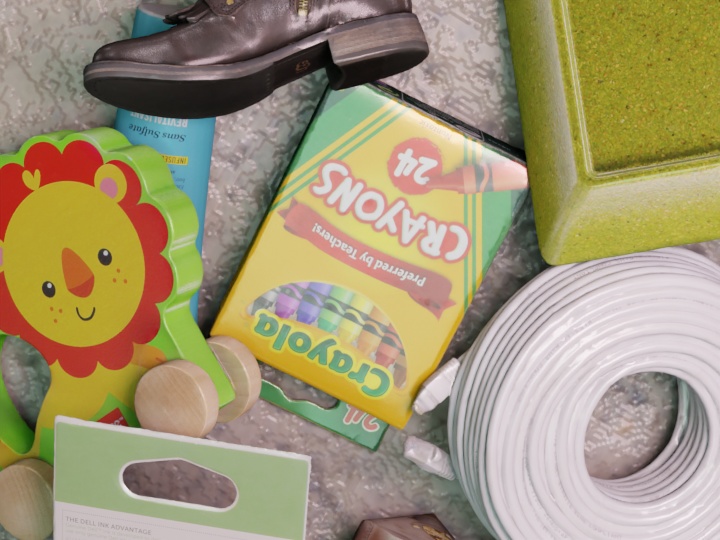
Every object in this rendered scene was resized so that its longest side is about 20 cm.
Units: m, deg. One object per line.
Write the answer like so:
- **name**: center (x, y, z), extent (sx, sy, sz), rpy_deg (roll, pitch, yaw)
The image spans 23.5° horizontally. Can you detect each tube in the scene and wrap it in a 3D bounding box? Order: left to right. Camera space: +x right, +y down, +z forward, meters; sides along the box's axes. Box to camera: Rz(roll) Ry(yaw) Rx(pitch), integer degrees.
- **tube**: center (-0.116, -0.048, 0.980), extent (0.077, 0.050, 0.201), rpy_deg (13, 107, 9)

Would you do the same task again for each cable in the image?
- **cable**: center (0.149, 0.083, 0.969), extent (0.200, 0.069, 0.200), rpy_deg (39, 94, -21)

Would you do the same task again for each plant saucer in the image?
- **plant saucer**: center (0.176, -0.118, 0.907), extent (0.199, 0.048, 0.201), rpy_deg (-9, 81, 12)

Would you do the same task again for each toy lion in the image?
- **toy lion**: center (-0.160, 0.027, 0.968), extent (0.200, 0.069, 0.192), rpy_deg (-34, 86, 29)

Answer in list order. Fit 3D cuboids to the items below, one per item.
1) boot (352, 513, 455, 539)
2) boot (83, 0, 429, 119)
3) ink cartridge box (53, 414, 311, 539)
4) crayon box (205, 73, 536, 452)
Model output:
- **boot**: center (0.038, 0.256, 1.036), extent (0.186, 0.064, 0.201), rpy_deg (29, 86, -29)
- **boot**: center (-0.061, -0.178, 0.915), extent (0.199, 0.069, 0.175), rpy_deg (-11, 81, -14)
- **ink cartridge box**: center (-0.097, 0.175, 0.945), extent (0.144, 0.048, 0.201), rpy_deg (8, 107, 9)
- **crayon box**: center (0.000, 0.000, 0.982), extent (0.126, 0.051, 0.201), rpy_deg (25, 102, -5)
